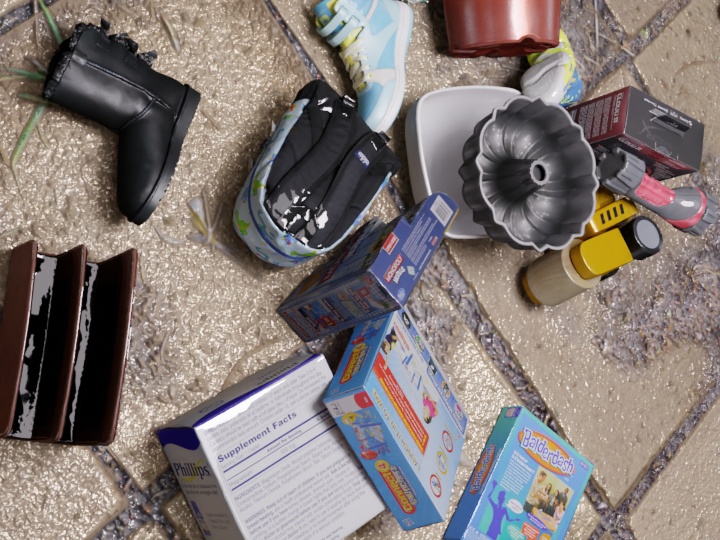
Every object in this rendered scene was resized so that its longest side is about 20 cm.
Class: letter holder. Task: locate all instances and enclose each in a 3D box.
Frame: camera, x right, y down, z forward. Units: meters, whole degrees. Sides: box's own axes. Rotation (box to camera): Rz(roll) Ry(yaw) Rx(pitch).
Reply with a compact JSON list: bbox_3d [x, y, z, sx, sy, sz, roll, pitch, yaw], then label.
[{"bbox_3d":[-0.302,0.074,1.160,0.100,0.142,0.201,12,77,-30],"label":"letter holder"}]

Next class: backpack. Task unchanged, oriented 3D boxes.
[{"bbox_3d":[-0.063,-0.096,1.350,0.163,0.153,0.201,42,42,-22],"label":"backpack"}]

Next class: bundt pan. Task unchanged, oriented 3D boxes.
[{"bbox_3d":[0.206,-0.118,1.462,0.201,0.076,0.203,5,80,-32],"label":"bundt pan"}]

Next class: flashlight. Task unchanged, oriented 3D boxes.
[{"bbox_3d":[0.406,-0.109,1.554,0.199,0.068,0.068,24,95,-36],"label":"flashlight"}]

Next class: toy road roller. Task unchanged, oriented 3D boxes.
[{"bbox_3d":[0.304,-0.051,1.579,0.199,0.123,0.147,-23,83,-38],"label":"toy road roller"}]

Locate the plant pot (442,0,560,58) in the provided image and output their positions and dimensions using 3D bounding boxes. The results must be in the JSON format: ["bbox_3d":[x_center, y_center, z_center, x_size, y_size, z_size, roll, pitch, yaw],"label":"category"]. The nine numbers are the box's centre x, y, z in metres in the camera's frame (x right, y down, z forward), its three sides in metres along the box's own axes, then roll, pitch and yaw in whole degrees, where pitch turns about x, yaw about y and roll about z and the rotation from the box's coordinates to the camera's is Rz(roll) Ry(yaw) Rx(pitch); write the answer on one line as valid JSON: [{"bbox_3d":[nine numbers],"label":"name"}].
[{"bbox_3d":[0.186,-0.391,1.521,0.200,0.200,0.197,-5,94,-33],"label":"plant pot"}]

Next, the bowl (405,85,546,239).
[{"bbox_3d":[0.143,-0.140,1.514,0.199,0.075,0.201,-7,87,-33],"label":"bowl"}]

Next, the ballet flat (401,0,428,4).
[{"bbox_3d":[0.056,-0.441,1.513,0.064,0.075,0.201,22,58,-67],"label":"ballet flat"}]

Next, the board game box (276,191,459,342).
[{"bbox_3d":[0.000,0.000,1.353,0.062,0.199,0.200,48,41,-14],"label":"board game box"}]

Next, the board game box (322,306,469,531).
[{"bbox_3d":[0.049,0.165,1.348,0.201,0.056,0.196,60,27,-20],"label":"board game box"}]

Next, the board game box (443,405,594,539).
[{"bbox_3d":[0.213,0.304,1.508,0.152,0.045,0.201,40,65,-21],"label":"board game box"}]

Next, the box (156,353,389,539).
[{"bbox_3d":[-0.098,0.224,1.288,0.183,0.105,0.201,-28,98,-34],"label":"box"}]

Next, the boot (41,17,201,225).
[{"bbox_3d":[-0.274,-0.167,1.256,0.162,0.073,0.199,30,61,-28],"label":"boot"}]

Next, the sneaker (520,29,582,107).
[{"bbox_3d":[0.278,-0.259,1.586,0.105,0.075,0.201,53,32,-28],"label":"sneaker"}]

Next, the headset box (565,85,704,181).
[{"bbox_3d":[0.367,-0.179,1.586,0.148,0.200,0.075,20,73,-27],"label":"headset box"}]

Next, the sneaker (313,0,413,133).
[{"bbox_3d":[-0.009,-0.271,1.437,0.130,0.079,0.201,21,62,-30],"label":"sneaker"}]
